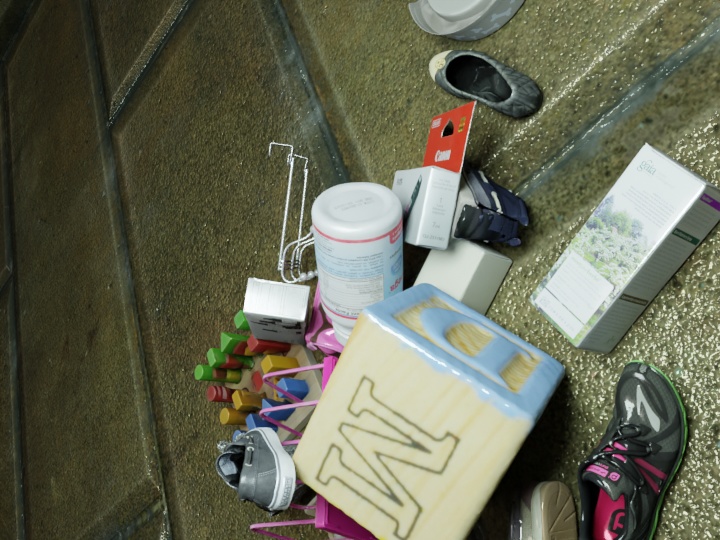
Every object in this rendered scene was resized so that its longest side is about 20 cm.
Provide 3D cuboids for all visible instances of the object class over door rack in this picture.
[{"bbox_3d":[-0.085,-0.085,1.069,0.066,0.148,0.203,-4,91,5],"label":"over door rack"}]

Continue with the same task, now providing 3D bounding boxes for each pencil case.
[{"bbox_3d":[-0.024,0.026,1.023,0.091,0.093,0.203,-1,78,65],"label":"pencil case"}]

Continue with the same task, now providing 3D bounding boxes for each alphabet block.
[{"bbox_3d":[0.075,0.156,0.761,0.195,0.195,0.202,32,109,19],"label":"alphabet block"}]

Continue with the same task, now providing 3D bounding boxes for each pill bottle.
[{"bbox_3d":[0.000,0.000,0.894,0.109,0.108,0.202,44,148,43],"label":"pill bottle"}]

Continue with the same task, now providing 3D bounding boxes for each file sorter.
[{"bbox_3d":[-0.056,0.237,0.907,0.124,0.139,0.202,-14,57,26],"label":"file sorter"}]

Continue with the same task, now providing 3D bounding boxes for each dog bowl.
[{"bbox_3d":[0.155,-0.410,0.972,0.199,0.058,0.203,-14,70,43],"label":"dog bowl"}]

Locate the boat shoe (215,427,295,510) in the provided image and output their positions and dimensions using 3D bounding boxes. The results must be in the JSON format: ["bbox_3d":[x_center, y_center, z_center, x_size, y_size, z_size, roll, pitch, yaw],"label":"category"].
[{"bbox_3d":[-0.125,0.215,0.782,0.200,0.066,0.071,-174,95,-72],"label":"boat shoe"}]

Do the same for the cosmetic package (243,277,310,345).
[{"bbox_3d":[-0.114,0.063,1.000,0.200,0.081,0.051,105,175,-75],"label":"cosmetic package"}]

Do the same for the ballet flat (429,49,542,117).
[{"bbox_3d":[0.156,-0.254,0.932,0.200,0.056,0.067,38,106,45],"label":"ballet flat"}]

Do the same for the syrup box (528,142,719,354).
[{"bbox_3d":[0.272,-0.018,0.729,0.201,0.081,0.079,-57,48,19],"label":"syrup box"}]

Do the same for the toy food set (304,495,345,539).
[{"bbox_3d":[0.001,0.364,0.932,0.144,0.060,0.201,-50,48,26],"label":"toy food set"}]

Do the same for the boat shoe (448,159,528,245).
[{"bbox_3d":[0.147,-0.091,0.898,0.201,0.092,0.075,-94,19,-57],"label":"boat shoe"}]

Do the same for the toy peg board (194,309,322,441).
[{"bbox_3d":[-0.172,0.178,1.137,0.200,0.097,0.200,-50,49,26],"label":"toy peg board"}]

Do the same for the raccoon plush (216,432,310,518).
[{"bbox_3d":[-0.112,0.258,1.047,0.200,0.097,0.134,-40,71,-2],"label":"raccoon plush"}]

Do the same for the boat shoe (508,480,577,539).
[{"bbox_3d":[0.186,0.322,0.745,0.065,0.071,0.203,-13,74,57],"label":"boat shoe"}]

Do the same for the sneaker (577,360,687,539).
[{"bbox_3d":[0.259,0.188,0.687,0.076,0.083,0.203,8,86,46],"label":"sneaker"}]

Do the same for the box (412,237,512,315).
[{"bbox_3d":[0.103,0.053,0.899,0.082,0.068,0.202,39,108,43],"label":"box"}]

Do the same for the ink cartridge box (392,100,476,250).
[{"bbox_3d":[0.082,-0.121,0.905,0.200,0.043,0.176,-145,65,-79],"label":"ink cartridge box"}]
